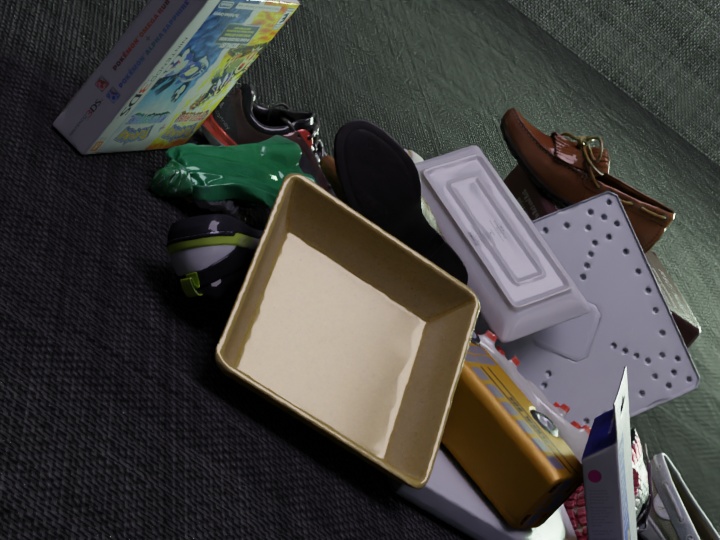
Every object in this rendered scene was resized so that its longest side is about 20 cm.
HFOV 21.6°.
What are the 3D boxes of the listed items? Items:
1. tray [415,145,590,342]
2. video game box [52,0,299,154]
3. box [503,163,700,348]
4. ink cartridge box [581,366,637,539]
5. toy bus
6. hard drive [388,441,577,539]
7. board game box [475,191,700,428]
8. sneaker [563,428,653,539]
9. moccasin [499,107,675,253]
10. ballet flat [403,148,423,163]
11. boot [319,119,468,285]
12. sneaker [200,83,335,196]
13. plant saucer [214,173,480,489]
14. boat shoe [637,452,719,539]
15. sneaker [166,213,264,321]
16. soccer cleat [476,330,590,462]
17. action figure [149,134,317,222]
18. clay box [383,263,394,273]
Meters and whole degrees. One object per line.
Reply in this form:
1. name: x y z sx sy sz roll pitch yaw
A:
1. tray: 0.119 -0.032 1.699 0.107 0.022 0.201 -18 63 -31
2. video game box: -0.157 -0.182 1.644 0.047 0.182 0.200 47 19 10
3. box: 0.201 0.034 1.898 0.199 0.164 0.166 32 20 -26
4. ink cartridge box: 0.205 0.188 1.536 0.037 0.202 0.095 0 16 14
5. toy bus: 0.099 0.120 1.563 0.200 0.065 0.078 50 21 26
6. hard drive: 0.099 0.184 1.560 0.199 0.027 0.132 33 19 -24
7. board game box: 0.186 0.052 1.733 0.201 0.199 0.026 66 -15 8
8. sneaker: 0.230 0.211 1.694 0.075 0.080 0.200 68 22 -12
9. moccasin: 0.222 -0.096 1.850 0.201 0.078 0.074 38 17 -7
10. ballet flat: 0.029 -0.093 1.890 0.072 0.072 0.200 31 -3 -28
11. boot: 0.010 -0.075 1.663 0.188 0.068 0.200 48 -1 -27
12. sneaker: -0.058 -0.109 1.835 0.200 0.082 0.077 34 18 -28
13. plant saucer: -0.015 0.053 1.485 0.199 0.048 0.201 33 51 -17
14. boat shoe: 0.327 0.264 1.774 0.202 0.065 0.074 50 20 26
15. sneaker: -0.099 0.011 1.533 0.200 0.071 0.083 16 64 -62
16. soccer cleat: 0.117 0.113 1.654 0.200 0.078 0.069 43 -8 -5
17. action figure: -0.116 -0.079 1.695 0.199 0.055 0.118 2 43 -53
18. clay box: 0.000 0.000 1.659 0.115 0.048 0.200 47 0 20
